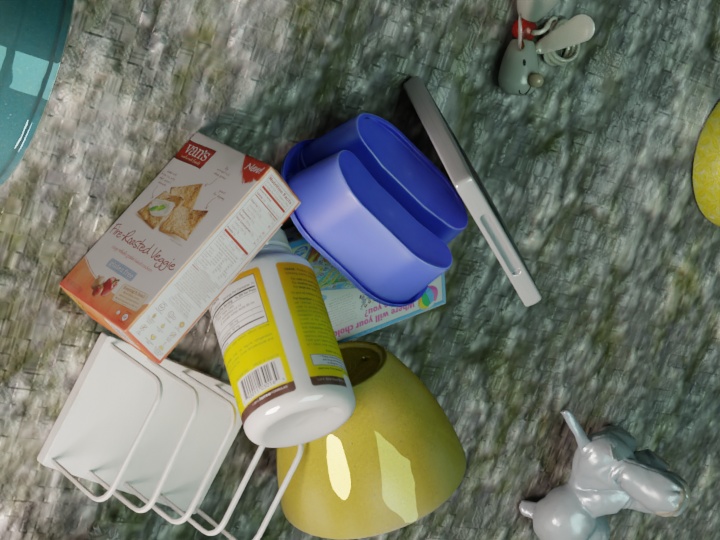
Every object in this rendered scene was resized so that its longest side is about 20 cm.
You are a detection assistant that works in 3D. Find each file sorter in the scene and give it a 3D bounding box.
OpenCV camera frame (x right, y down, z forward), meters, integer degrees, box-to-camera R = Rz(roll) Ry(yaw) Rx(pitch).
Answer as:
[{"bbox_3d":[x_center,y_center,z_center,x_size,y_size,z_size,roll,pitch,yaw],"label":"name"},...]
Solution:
[{"bbox_3d":[-0.177,0.171,1.529,0.200,0.124,0.139,27,90,-41],"label":"file sorter"}]

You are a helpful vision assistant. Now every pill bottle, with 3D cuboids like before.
[{"bbox_3d":[-0.082,0.060,1.507,0.109,0.200,0.109,-15,154,-7],"label":"pill bottle"}]

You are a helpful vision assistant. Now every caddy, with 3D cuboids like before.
[{"bbox_3d":[0.010,-0.057,1.563,0.200,0.105,0.142,44,40,-16],"label":"caddy"}]

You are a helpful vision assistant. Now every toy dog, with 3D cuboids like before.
[{"bbox_3d":[0.205,-0.283,1.661,0.132,0.096,0.201,-24,121,-29],"label":"toy dog"}]

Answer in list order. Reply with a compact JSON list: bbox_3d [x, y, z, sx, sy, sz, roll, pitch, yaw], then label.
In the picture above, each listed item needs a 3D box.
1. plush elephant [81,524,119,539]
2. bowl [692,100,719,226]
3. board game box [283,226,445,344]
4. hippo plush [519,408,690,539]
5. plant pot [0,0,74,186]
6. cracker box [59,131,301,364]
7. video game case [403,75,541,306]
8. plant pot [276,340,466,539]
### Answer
[{"bbox_3d":[-0.266,0.327,1.473,0.165,0.200,0.155,-39,152,28],"label":"plush elephant"},{"bbox_3d":[0.521,-0.134,1.964,0.200,0.108,0.201,-16,118,-33],"label":"bowl"},{"bbox_3d":[0.000,0.000,1.657,0.200,0.034,0.135,-20,119,-31],"label":"board game box"},{"bbox_3d":[0.295,0.286,1.923,0.161,0.159,0.200,-55,151,9],"label":"hippo plush"},{"bbox_3d":[-0.345,-0.185,1.218,0.188,0.200,0.201,16,98,-26],"label":"plant pot"},{"bbox_3d":[-0.167,-0.025,1.450,0.200,0.134,0.058,-49,129,-12],"label":"cracker box"},{"bbox_3d":[0.113,-0.082,1.612,0.024,0.200,0.182,-29,128,7],"label":"video game case"},{"bbox_3d":[-0.003,0.157,1.617,0.200,0.200,0.142,-28,118,-26],"label":"plant pot"}]
